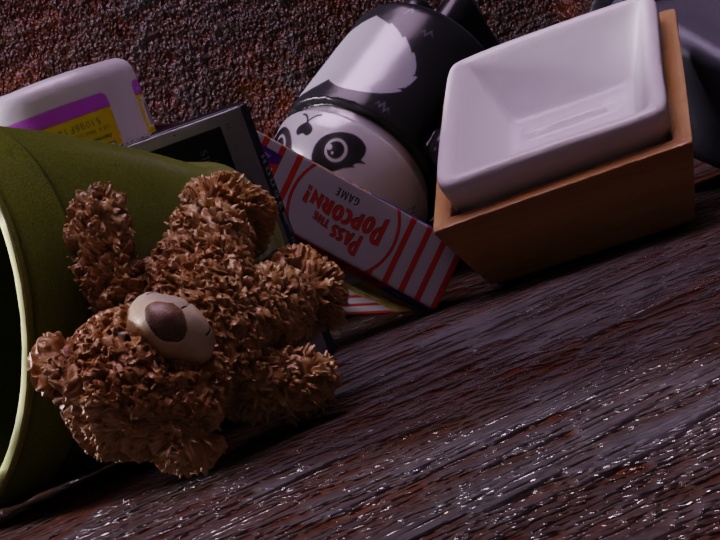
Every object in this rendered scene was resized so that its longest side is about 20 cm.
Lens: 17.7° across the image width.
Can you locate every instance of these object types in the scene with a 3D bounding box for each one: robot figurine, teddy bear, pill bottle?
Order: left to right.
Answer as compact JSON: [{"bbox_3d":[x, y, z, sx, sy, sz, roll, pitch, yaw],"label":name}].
[{"bbox_3d":[-0.152,-0.017,1.376,0.104,0.201,0.104,-19,4,1],"label":"pill bottle"},{"bbox_3d":[-0.068,0.015,1.053,0.067,0.146,0.200,-35,-11,32],"label":"teddy bear"},{"bbox_3d":[0.020,-0.102,1.579,0.200,0.124,0.150,-55,-3,-30],"label":"robot figurine"}]

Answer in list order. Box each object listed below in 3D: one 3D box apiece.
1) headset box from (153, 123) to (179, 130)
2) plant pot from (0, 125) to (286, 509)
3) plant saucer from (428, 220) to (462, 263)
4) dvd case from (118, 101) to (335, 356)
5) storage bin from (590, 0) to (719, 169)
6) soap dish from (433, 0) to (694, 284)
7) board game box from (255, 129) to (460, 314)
[{"bbox_3d":[-0.181,-0.051,1.640,0.148,0.076,0.200,-15,-3,30],"label":"headset box"},{"bbox_3d":[-0.143,0.016,1.165,0.192,0.202,0.200,-7,-5,-41],"label":"plant pot"},{"bbox_3d":[0.000,0.000,1.663,0.199,0.030,0.200,-19,3,1],"label":"plant saucer"},{"bbox_3d":[-0.131,0.009,1.294,0.199,0.151,0.025,-19,8,12],"label":"dvd case"},{"bbox_3d":[0.270,-0.131,1.521,0.199,0.147,0.134,-21,32,-22],"label":"storage bin"},{"bbox_3d":[0.125,-0.078,1.388,0.156,0.082,0.200,-19,25,14],"label":"soap dish"},{"bbox_3d":[-0.040,-0.027,1.425,0.047,0.151,0.200,-64,14,-9],"label":"board game box"}]
